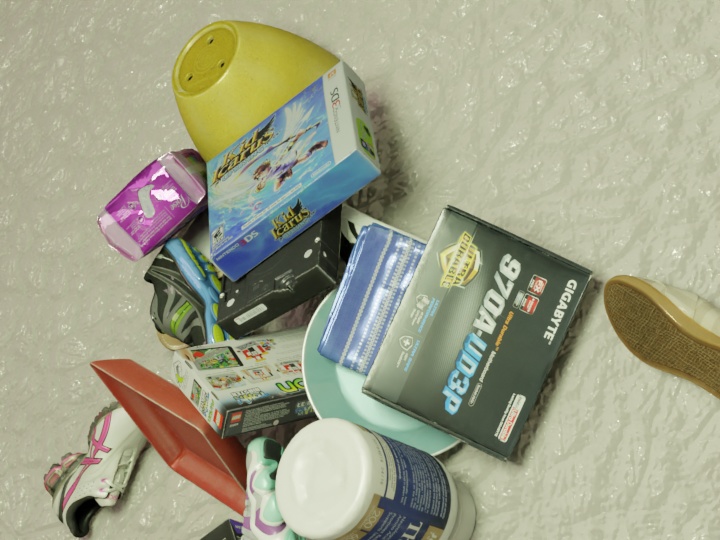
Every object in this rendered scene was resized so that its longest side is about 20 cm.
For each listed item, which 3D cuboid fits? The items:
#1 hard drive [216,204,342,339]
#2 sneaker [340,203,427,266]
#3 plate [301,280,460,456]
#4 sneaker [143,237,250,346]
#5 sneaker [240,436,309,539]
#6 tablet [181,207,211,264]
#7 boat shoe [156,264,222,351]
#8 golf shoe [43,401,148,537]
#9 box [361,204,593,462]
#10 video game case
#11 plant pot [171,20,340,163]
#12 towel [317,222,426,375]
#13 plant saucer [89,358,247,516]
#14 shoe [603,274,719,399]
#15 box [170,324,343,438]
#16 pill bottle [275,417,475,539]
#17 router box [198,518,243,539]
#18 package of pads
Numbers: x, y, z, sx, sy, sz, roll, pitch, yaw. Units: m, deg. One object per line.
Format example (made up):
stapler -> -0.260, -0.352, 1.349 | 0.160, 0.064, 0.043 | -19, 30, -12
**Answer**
hard drive -> -0.081, -0.033, 1.626 | 0.139, 0.038, 0.201 | -29, 36, 25
sneaker -> 0.000, 0.000, 1.640 | 0.199, 0.073, 0.113 | 24, 86, 41
plate -> 0.040, 0.092, 1.549 | 0.198, 0.026, 0.202 | -1, 78, 3
sneaker -> -0.180, 0.055, 1.681 | 0.083, 0.071, 0.200 | -44, 53, 17
sneaker -> -0.110, 0.279, 1.543 | 0.139, 0.078, 0.202 | -28, 68, 26
tablet -> -0.129, -0.057, 1.769 | 0.199, 0.014, 0.131 | -17, 31, 34
boat shoe -> -0.158, 0.029, 1.746 | 0.200, 0.071, 0.065 | -40, 13, 18
golf shoe -> -0.285, 0.224, 1.787 | 0.200, 0.072, 0.092 | -48, 55, 26
box -> 0.111, 0.060, 1.490 | 0.158, 0.046, 0.201 | 25, 88, 7
video game case -> -0.075, -0.108, 1.627 | 0.199, 0.045, 0.182 | -35, 32, 18
plant pot -> -0.132, -0.204, 1.768 | 0.199, 0.142, 0.202 | -21, 51, 29
towel -> 0.070, 0.051, 1.525 | 0.198, 0.024, 0.146 | 21, 85, 8
plant saucer -> -0.177, 0.179, 1.645 | 0.199, 0.201, 0.037 | 24, 64, 42
shoe -> 0.296, 0.061, 1.395 | 0.200, 0.053, 0.071 | 39, 130, 46
box -> -0.082, 0.108, 1.584 | 0.110, 0.199, 0.035 | 44, 131, 41
pill bottle -> 0.021, 0.214, 1.448 | 0.110, 0.199, 0.112 | -16, 62, 33
router box -> -0.173, 0.383, 1.636 | 0.199, 0.052, 0.158 | -37, 52, 22
package of pads -> -0.226, -0.078, 1.767 | 0.120, 0.200, 0.076 | -43, 94, 5
